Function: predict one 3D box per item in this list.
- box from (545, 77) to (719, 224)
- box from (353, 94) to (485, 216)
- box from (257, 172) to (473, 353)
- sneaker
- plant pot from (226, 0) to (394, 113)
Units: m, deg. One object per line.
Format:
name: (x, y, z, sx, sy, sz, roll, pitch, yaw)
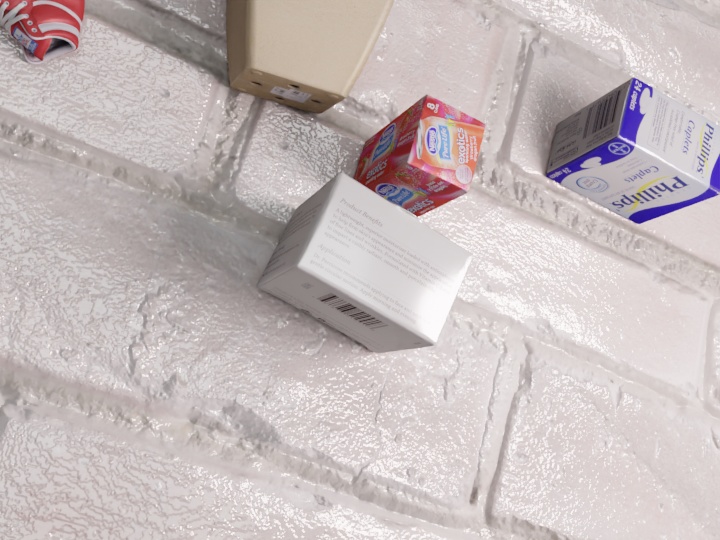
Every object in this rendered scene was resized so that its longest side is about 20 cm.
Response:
box: (0.424, -0.175, 1.214, 0.199, 0.184, 0.106, 23, 72, -16)
box: (0.069, -0.141, 1.058, 0.095, 0.200, 0.100, 23, 73, -18)
box: (0.000, 0.000, 1.005, 0.198, 0.200, 0.131, 30, 73, -14)
sneaker: (-0.439, -0.318, 0.959, 0.199, 0.071, 0.113, 2, 76, -24)
plant pot: (-0.081, -0.319, 1.045, 0.199, 0.200, 0.178, 14, 86, -19)
